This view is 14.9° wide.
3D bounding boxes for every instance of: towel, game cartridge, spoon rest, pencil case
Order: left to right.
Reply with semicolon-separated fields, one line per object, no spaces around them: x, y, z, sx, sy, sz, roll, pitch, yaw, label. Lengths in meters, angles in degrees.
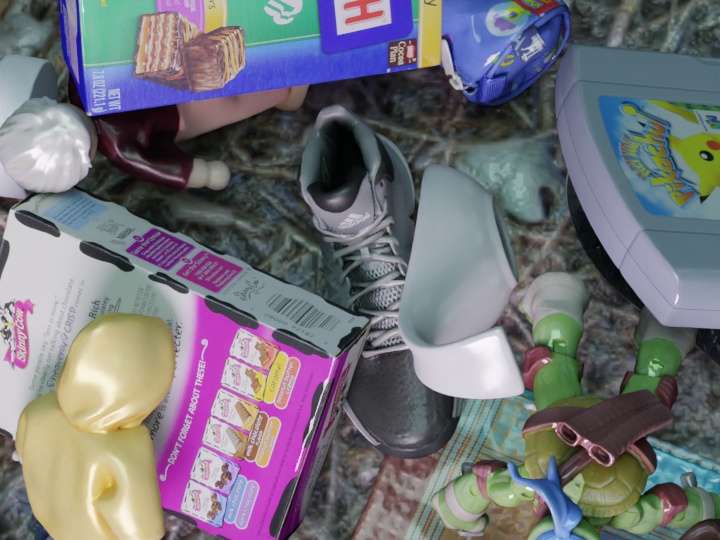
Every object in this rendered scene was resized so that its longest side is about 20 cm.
0.028;-0.174;1.588;0.200;0.078;0.087;40;59;14;pencil case
0.052;0.010;1.484;0.061;0.200;0.100;-17;113;8;spoon rest
0.103;0.145;1.523;0.200;0.022;0.147;21;76;9;towel
0.181;-0.049;1.504;0.133;0.041;0.200;0;45;-21;game cartridge

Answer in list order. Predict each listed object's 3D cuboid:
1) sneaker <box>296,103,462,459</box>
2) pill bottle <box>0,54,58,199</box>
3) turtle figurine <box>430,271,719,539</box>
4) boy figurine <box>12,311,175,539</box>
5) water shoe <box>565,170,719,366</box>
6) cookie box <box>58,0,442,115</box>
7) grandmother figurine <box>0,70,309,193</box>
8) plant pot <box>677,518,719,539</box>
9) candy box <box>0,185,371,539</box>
0.000;0.000;1.512;0.075;0.116;0.200;-17;68;7;sneaker
-0.279;-0.094;1.568;0.200;0.112;0.112;8;75;6;pill bottle
0.120;0.113;1.483;0.144;0.200;0.194;-10;46;29;turtle figurine
-0.145;0.109;1.469;0.124;0.064;0.200;28;118;42;boy figurine
0.201;-0.003;1.545;0.079;0.072;0.200;-31;67;-37;water shoe
-0.059;-0.182;1.454;0.200;0.171;0.075;-10;36;-13;cookie box
-0.117;-0.090;1.537;0.200;0.061;0.121;-23;61;-40;grandmother figurine
0.242;0.207;1.378;0.200;0.187;0.187;26;76;-12;plant pot
-0.109;0.053;1.506;0.200;0.061;0.137;24;117;10;candy box
